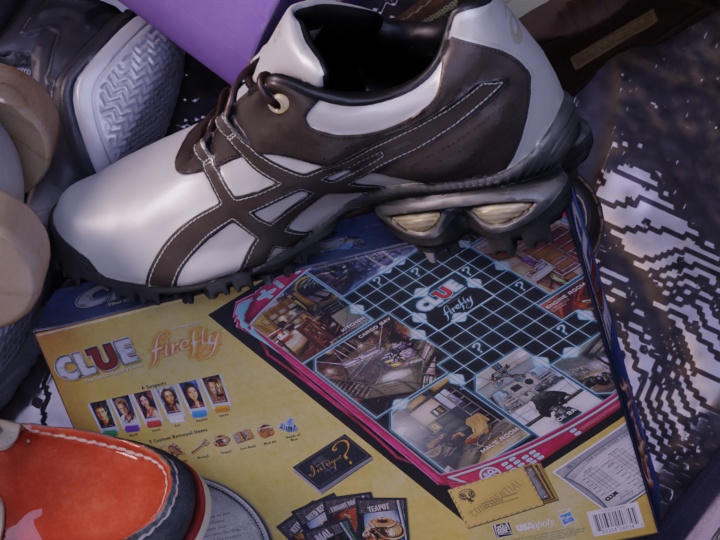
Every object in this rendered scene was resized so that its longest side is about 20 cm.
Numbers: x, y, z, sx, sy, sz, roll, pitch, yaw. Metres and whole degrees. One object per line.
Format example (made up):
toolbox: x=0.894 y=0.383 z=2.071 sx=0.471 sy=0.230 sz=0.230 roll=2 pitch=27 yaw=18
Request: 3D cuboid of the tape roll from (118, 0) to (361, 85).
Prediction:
tape roll: x=-0.015 y=-0.168 z=0.727 sx=0.085 sy=0.200 sz=0.201 roll=36 pitch=84 yaw=3

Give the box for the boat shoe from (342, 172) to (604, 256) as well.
boat shoe: x=0.000 y=0.000 z=0.770 sx=0.198 sy=0.073 sz=0.075 roll=-23 pitch=84 yaw=-3

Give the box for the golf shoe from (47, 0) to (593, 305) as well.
golf shoe: x=-0.025 y=-0.049 z=0.670 sx=0.198 sy=0.078 sz=0.095 roll=-11 pitch=127 yaw=20

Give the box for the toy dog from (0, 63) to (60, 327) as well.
toy dog: x=-0.190 y=-0.053 z=0.674 sx=0.096 sy=0.132 sz=0.200 roll=-37 pitch=99 yaw=24

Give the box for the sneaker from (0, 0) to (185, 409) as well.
sneaker: x=-0.159 y=-0.030 z=0.775 sx=0.113 sy=0.076 sz=0.201 roll=29 pitch=82 yaw=7

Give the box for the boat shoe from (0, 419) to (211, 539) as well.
boat shoe: x=-0.152 y=0.078 z=0.697 sx=0.198 sy=0.063 sz=0.072 roll=-1 pitch=51 yaw=14

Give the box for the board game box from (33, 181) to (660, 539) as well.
board game box: x=-0.003 y=0.051 z=0.727 sx=0.198 sy=0.035 sz=0.137 roll=-13 pitch=114 yaw=14

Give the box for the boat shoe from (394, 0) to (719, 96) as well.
boat shoe: x=0.061 y=-0.107 z=0.794 sx=0.201 sy=0.075 sz=0.075 roll=-27 pitch=61 yaw=-3

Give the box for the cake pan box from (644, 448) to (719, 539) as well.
cake pan box: x=0.188 y=0.048 z=0.712 sx=0.052 sy=0.184 sz=0.200 roll=40 pitch=84 yaw=0
